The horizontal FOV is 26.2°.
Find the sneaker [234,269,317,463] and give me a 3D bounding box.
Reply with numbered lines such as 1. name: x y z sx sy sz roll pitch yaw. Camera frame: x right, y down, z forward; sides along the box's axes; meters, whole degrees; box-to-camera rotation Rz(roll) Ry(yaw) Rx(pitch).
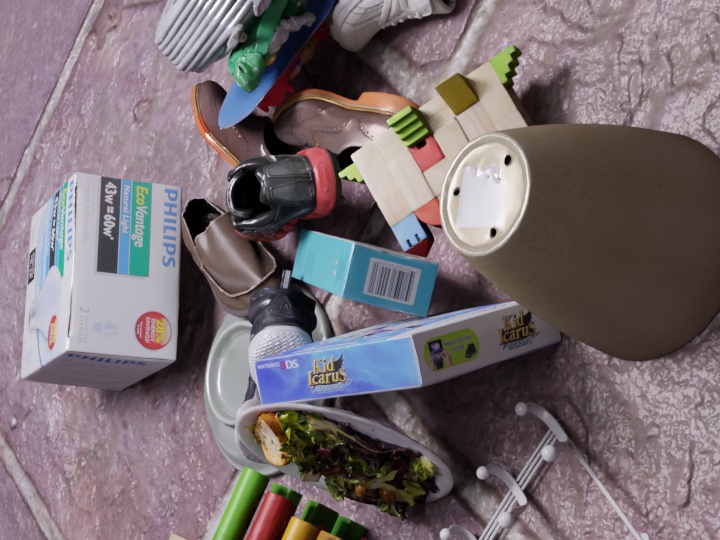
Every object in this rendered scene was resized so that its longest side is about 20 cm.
1. sneaker: -0.076 0.091 1.471 0.201 0.074 0.115 102 172 -47

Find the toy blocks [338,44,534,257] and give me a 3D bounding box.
1. toy blocks: 0.091 -0.082 1.364 0.199 0.100 0.138 -33 78 15

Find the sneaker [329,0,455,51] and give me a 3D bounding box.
1. sneaker: 0.039 -0.265 1.489 0.078 0.099 0.200 -58 3 -35

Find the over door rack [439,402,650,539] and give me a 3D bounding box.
1. over door rack: 0.150 0.220 1.242 0.200 0.066 0.149 49 117 43

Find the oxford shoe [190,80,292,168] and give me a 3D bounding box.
1. oxford shoe: -0.114 -0.142 1.639 0.073 0.071 0.201 -48 58 23

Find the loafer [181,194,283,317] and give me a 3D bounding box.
1. loafer: -0.142 -0.017 1.602 0.073 0.071 0.200 -38 37 -12

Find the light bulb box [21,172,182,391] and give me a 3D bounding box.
1. light bulb box: -0.287 0.017 1.707 0.200 0.123 0.201 152 121 -61

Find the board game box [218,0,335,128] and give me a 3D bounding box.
1. board game box: -0.069 -0.215 1.576 0.201 0.039 0.158 -51 20 8

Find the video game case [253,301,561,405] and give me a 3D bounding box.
1. video game case: 0.039 0.068 1.318 0.199 0.180 0.046 -11 91 46

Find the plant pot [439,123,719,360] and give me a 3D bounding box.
1. plant pot: 0.161 -0.037 1.197 0.186 0.199 0.190 -15 70 45

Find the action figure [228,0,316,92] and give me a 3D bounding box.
1. action figure: -0.081 -0.243 1.506 0.118 0.055 0.201 -30 26 45

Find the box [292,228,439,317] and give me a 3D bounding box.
1. box: 0.000 0.000 1.400 0.200 0.081 0.050 -162 86 -75

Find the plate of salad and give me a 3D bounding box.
1. plate of salad: -0.017 0.170 1.345 0.199 0.199 0.048 -15 49 45

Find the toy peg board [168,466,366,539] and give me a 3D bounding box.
1. toy peg board: -0.029 0.258 1.348 0.198 0.199 0.099 12 74 49

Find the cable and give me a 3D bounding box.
1. cable: -0.133 -0.285 1.520 0.200 0.069 0.201 -34 28 53

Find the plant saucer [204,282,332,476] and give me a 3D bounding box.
1. plant saucer: -0.108 0.107 1.574 0.199 0.050 0.203 -17 67 45

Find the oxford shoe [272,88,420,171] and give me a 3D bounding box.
1. oxford shoe: -0.024 -0.131 1.517 0.199 0.071 0.074 4 67 49

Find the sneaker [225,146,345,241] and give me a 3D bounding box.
1. sneaker: -0.095 -0.069 1.483 0.200 0.097 0.072 -21 78 63
